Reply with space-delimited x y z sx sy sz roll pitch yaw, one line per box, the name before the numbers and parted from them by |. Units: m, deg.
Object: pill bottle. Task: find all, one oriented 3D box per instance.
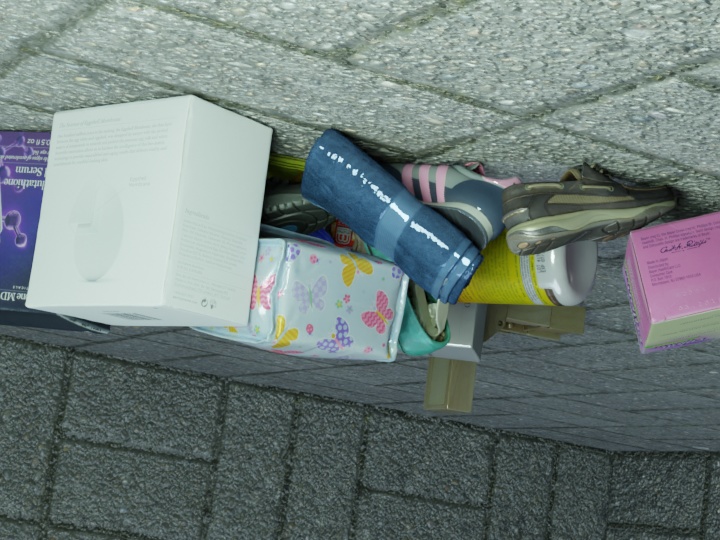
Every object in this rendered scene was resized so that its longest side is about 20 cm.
pill bottle | 0.148 -0.018 1.728 0.199 0.110 0.109 1 168 31

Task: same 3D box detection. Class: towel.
towel | -0.090 -0.105 1.687 0.199 0.018 0.086 11 168 -14
towel | 0.027 -0.049 1.540 0.200 0.049 0.112 40 162 8

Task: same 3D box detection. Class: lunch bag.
lunch bag | -0.077 0.021 1.622 0.169 0.128 0.200 11 175 -36

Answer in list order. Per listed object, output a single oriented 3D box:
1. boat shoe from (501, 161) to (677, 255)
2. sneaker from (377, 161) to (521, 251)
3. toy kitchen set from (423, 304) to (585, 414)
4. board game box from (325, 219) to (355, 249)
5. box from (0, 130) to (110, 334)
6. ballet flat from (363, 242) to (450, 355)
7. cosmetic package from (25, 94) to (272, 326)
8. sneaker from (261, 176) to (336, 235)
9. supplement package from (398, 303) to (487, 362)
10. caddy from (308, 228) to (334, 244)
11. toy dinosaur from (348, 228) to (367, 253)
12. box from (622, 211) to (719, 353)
boat shoe | 0.220 -0.068 1.520 0.199 0.074 0.074 -10 167 -34
sneaker | 0.080 -0.078 1.586 0.200 0.082 0.070 25 149 44
toy kitchen set | 0.187 0.123 2.268 0.199 0.181 0.163 11 170 -21
board game box | 0.051 -0.026 1.930 0.199 0.047 0.152 9 169 -7
box | -0.336 -0.041 1.702 0.147 0.201 0.104 2 167 24
ballet flat | 0.055 0.000 1.694 0.070 0.201 0.067 -4 -153 28
cosmetic package | -0.205 -0.053 1.550 0.199 0.201 0.123 -1 169 40
sneaker | -0.111 -0.076 1.650 0.199 0.082 0.073 -9 152 -4
supplement package | 0.062 0.043 2.083 0.199 0.122 0.120 5 169 11
caddy | -0.102 -0.041 1.818 0.141 0.105 0.200 32 169 2
toy dinosaur | 0.000 0.000 1.816 0.086 0.136 0.200 27 162 -4
box | 0.364 0.007 1.612 0.175 0.097 0.200 -13 167 5
